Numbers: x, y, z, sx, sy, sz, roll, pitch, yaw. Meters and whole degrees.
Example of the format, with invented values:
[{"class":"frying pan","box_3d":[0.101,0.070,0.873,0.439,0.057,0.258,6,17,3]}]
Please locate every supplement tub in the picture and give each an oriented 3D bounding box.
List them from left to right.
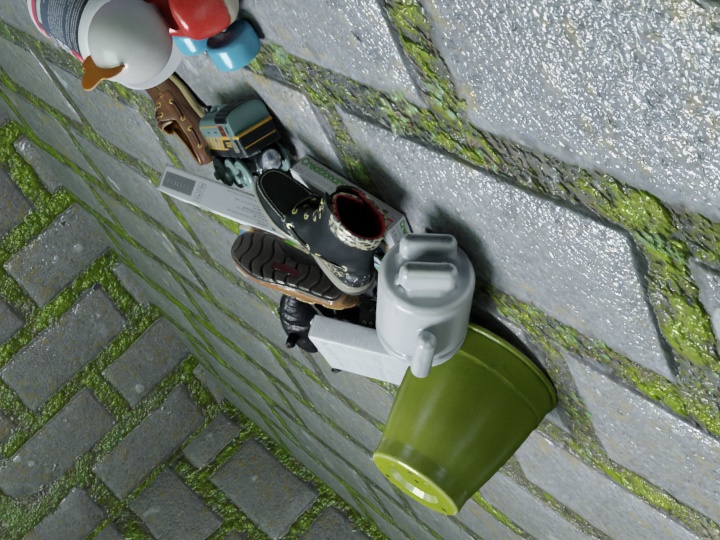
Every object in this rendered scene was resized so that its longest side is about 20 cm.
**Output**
[{"class":"supplement tub","box_3d":[-0.332,-0.334,1.467,0.199,0.140,0.141,36,162,34]}]

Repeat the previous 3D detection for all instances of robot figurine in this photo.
[{"class":"robot figurine","box_3d":[0.075,0.038,1.323,0.111,0.171,0.201,5,144,3]}]

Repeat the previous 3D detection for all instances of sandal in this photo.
[{"class":"sandal","box_3d":[0.000,0.000,1.576,0.074,0.045,0.200,26,169,-4]}]

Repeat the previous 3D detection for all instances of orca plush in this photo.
[{"class":"orca plush","box_3d":[-0.087,0.088,1.717,0.104,0.072,0.200,19,155,3]}]

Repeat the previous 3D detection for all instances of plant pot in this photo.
[{"class":"plant pot","box_3d":[0.116,0.195,1.425,0.199,0.194,0.201,32,159,13]}]

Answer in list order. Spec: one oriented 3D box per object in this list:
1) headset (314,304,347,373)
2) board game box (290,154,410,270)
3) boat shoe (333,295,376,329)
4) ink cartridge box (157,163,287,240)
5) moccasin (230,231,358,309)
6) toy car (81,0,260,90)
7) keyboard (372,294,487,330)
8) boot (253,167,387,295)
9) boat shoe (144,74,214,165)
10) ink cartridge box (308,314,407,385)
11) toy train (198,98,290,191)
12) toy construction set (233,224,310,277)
[{"class":"headset","box_3d":[-0.052,0.075,1.825,0.123,0.094,0.201,27,154,51]},{"class":"board game box","box_3d":[-0.002,-0.061,1.464,0.199,0.035,0.127,34,159,39]},{"class":"boat shoe","box_3d":[0.022,0.071,1.671,0.199,0.066,0.070,26,155,53]},{"class":"ink cartridge box","box_3d":[-0.167,-0.088,1.606,0.198,0.044,0.173,20,177,21]},{"class":"moccasin","box_3d":[-0.091,0.001,1.550,0.199,0.074,0.078,16,166,21]},{"class":"toy car","box_3d":[-0.252,-0.281,1.272,0.176,0.200,0.185,29,157,46]},{"class":"keyboard","box_3d":[0.096,0.055,1.494,0.104,0.040,0.199,40,159,-28]},{"class":"boot","box_3d":[-0.047,-0.076,1.374,0.204,0.073,0.154,46,158,10]},{"class":"boat shoe","box_3d":[-0.283,-0.242,1.701,0.200,0.068,0.072,45,165,7]},{"class":"ink cartridge box","box_3d":[0.036,0.129,1.650,0.198,0.041,0.200,16,165,12]},{"class":"toy train","box_3d":[-0.165,-0.178,1.540,0.115,0.085,0.200,65,162,-17]},{"class":"toy construction set","box_3d":[-0.130,-0.039,1.696,0.130,0.093,0.200,18,-172,-3]}]
